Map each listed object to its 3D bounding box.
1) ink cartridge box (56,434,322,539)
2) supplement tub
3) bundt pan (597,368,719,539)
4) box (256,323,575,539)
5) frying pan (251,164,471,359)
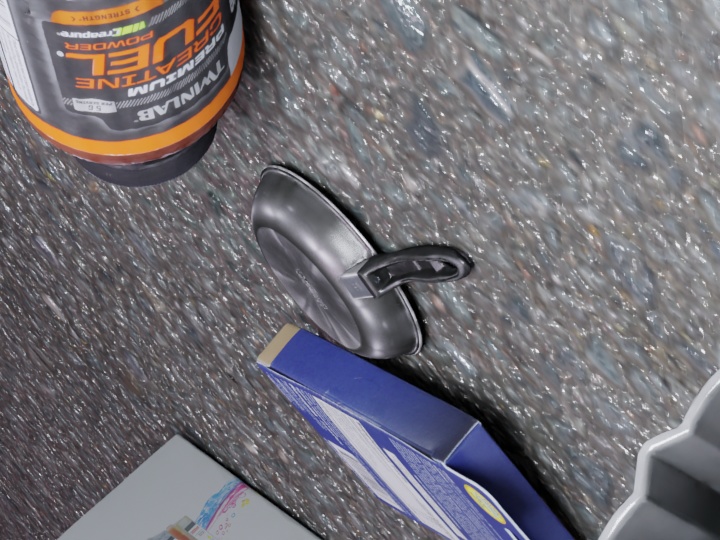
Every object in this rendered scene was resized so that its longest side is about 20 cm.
[{"bbox_3d":[-0.093,0.236,1.663,0.200,0.144,0.146,32,155,46],"label":"ink cartridge box"},{"bbox_3d":[-0.103,-0.116,1.043,0.107,0.107,0.200,42,161,23],"label":"supplement tub"},{"bbox_3d":[0.168,0.116,0.746,0.201,0.203,0.076,33,-177,41],"label":"bundt pan"},{"bbox_3d":[0.041,0.099,1.224,0.200,0.032,0.121,27,161,53],"label":"box"},{"bbox_3d":[0.006,0.012,1.172,0.190,0.031,0.115,32,156,51],"label":"frying pan"}]
